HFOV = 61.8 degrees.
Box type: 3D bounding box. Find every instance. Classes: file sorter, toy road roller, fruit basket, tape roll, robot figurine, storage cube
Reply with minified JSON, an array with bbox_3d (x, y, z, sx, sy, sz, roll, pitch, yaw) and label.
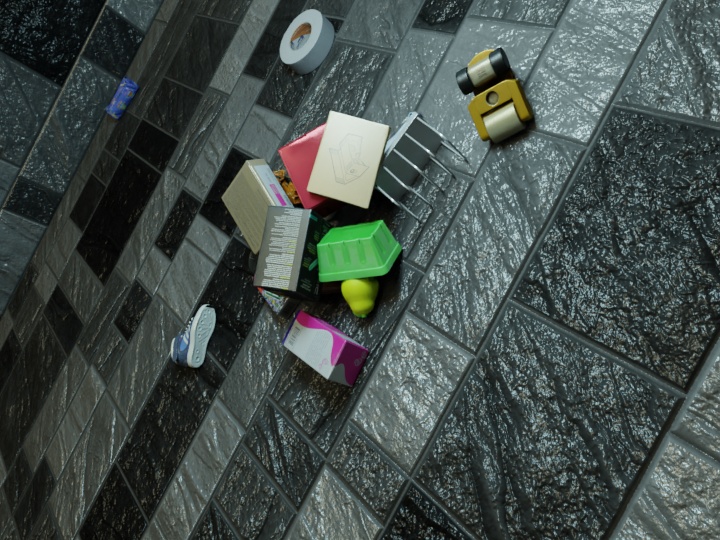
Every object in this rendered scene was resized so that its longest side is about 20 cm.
[{"bbox_3d":[0.139,-0.244,1.462,0.202,0.138,0.125,-52,51,10],"label":"file sorter"},{"bbox_3d":[0.321,-0.414,1.408,0.121,0.145,0.204,-21,96,31],"label":"toy road roller"},{"bbox_3d":[0.000,0.000,1.497,0.212,0.219,0.156,-19,21,33],"label":"fruit basket"},{"bbox_3d":[-0.180,-0.764,2.011,0.197,0.066,0.206,-17,62,34],"label":"tape roll"},{"bbox_3d":[-0.240,-0.244,1.785,0.141,0.060,0.201,-14,34,-16],"label":"robot figurine"},{"bbox_3d":[-0.084,-0.257,1.561,0.177,0.171,0.204,-27,84,4],"label":"storage cube"}]

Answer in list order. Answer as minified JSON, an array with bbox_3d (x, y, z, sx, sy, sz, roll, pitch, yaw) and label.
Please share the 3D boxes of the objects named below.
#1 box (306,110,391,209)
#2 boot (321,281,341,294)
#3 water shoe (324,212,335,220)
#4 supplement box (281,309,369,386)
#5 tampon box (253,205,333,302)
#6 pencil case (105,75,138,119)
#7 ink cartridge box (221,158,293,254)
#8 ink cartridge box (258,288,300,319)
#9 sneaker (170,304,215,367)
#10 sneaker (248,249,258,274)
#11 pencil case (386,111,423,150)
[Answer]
[{"bbox_3d":[-0.027,-0.268,1.451,0.159,0.021,0.206,16,88,13],"label":"box"},{"bbox_3d":[-0.132,-0.020,1.603,0.194,0.074,0.160,5,81,16],"label":"boot"},{"bbox_3d":[-0.132,-0.223,1.727,0.071,0.078,0.202,-44,49,17],"label":"water shoe"},{"bbox_3d":[-0.089,0.191,1.497,0.198,0.102,0.103,28,89,45],"label":"supplement box"},{"bbox_3d":[-0.165,-0.039,1.503,0.123,0.150,0.206,7,79,21],"label":"tampon box"},{"bbox_3d":[-1.132,-0.817,2.850,0.078,0.087,0.202,39,101,10],"label":"pencil case"},{"bbox_3d":[-0.279,-0.176,1.665,0.164,0.074,0.203,-41,76,37],"label":"ink cartridge box"},{"bbox_3d":[-0.238,0.034,1.728,0.110,0.050,0.200,-53,48,9],"label":"ink cartridge box"},{"bbox_3d":[-0.542,0.200,1.902,0.144,0.080,0.206,7,82,38],"label":"sneaker"},{"bbox_3d":[-0.270,-0.088,1.797,0.115,0.074,0.205,-99,31,-81],"label":"sneaker"},{"bbox_3d":[0.099,-0.312,1.557,0.200,0.090,0.084,-45,49,18],"label":"pencil case"}]
